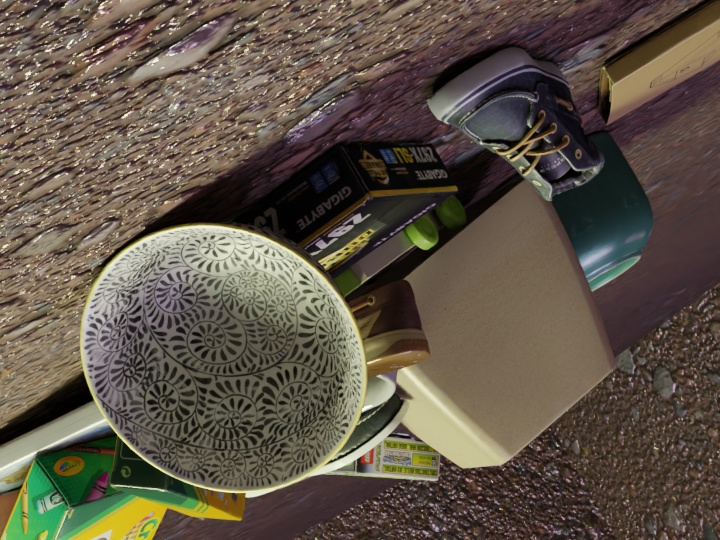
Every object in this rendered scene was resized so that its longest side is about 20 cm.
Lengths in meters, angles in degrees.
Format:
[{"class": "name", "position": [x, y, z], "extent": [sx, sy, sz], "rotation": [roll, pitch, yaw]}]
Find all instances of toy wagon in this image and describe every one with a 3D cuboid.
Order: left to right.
[{"class": "toy wagon", "position": [0.000, 0.000, 1.711], "extent": [0.155, 0.040, 0.200], "rotation": [-37, 178, 26]}]

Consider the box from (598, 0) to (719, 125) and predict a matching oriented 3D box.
[{"class": "box", "position": [0.288, -0.193, 1.749], "extent": [0.199, 0.021, 0.164], "rotation": [-32, 170, 0]}]

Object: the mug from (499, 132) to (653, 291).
[{"class": "mug", "position": [0.186, -0.032, 1.972], "extent": [0.185, 0.115, 0.152], "rotation": [-37, 169, 29]}]

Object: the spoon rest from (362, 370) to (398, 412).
[{"class": "spoon rest", "position": [-0.026, 0.093, 1.716], "extent": [0.060, 0.100, 0.200], "rotation": [26, 154, -23]}]

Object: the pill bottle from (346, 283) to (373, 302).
[{"class": "pill bottle", "position": [0.024, 0.068, 1.992], "extent": [0.112, 0.113, 0.200], "rotation": [-34, 170, 22]}]

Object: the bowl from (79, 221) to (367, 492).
[{"class": "bowl", "position": [-0.084, 0.042, 1.443], "extent": [0.200, 0.201, 0.094], "rotation": [-35, -167, 24]}]

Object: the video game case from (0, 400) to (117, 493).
[{"class": "video game case", "position": [-0.235, 0.144, 1.764], "extent": [0.199, 0.022, 0.182], "rotation": [-26, 169, 22]}]

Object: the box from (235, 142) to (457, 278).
[{"class": "box", "position": [-0.043, -0.022, 1.550], "extent": [0.199, 0.050, 0.159], "rotation": [-35, 168, 23]}]

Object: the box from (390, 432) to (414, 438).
[{"class": "box", "position": [-0.051, 0.132, 1.911], "extent": [0.198, 0.033, 0.121], "rotation": [5, 173, 5]}]

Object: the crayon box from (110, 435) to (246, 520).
[{"class": "crayon box", "position": [-0.131, 0.127, 1.683], "extent": [0.051, 0.127, 0.200], "rotation": [3, 167, 17]}]

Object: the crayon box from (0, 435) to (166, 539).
[{"class": "crayon box", "position": [-0.239, 0.228, 1.756], "extent": [0.118, 0.058, 0.201], "rotation": [-13, 142, -42]}]

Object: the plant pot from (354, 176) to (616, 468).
[{"class": "plant pot", "position": [0.101, 0.058, 1.803], "extent": [0.200, 0.178, 0.200], "rotation": [-39, -177, -14]}]

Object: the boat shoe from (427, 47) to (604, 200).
[{"class": "boat shoe", "position": [0.120, -0.102, 1.505], "extent": [0.071, 0.091, 0.200], "rotation": [-34, 169, 23]}]

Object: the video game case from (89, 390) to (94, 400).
[{"class": "video game case", "position": [-0.137, 0.076, 1.821], "extent": [0.181, 0.024, 0.200], "rotation": [-30, 171, -3]}]

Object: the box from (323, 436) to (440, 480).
[{"class": "box", "position": [-0.036, 0.167, 1.914], "extent": [0.109, 0.035, 0.199], "rotation": [10, 171, -44]}]

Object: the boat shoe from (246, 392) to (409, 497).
[{"class": "boat shoe", "position": [-0.046, 0.137, 1.791], "extent": [0.199, 0.061, 0.076], "rotation": [-27, -164, 33]}]

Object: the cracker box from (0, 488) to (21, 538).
[{"class": "cracker box", "position": [-0.353, 0.252, 1.870], "extent": [0.133, 0.058, 0.200], "rotation": [-18, 169, -18]}]

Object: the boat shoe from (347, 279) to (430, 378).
[{"class": "boat shoe", "position": [-0.036, 0.052, 1.597], "extent": [0.199, 0.073, 0.072], "rotation": [-18, 167, 39]}]
